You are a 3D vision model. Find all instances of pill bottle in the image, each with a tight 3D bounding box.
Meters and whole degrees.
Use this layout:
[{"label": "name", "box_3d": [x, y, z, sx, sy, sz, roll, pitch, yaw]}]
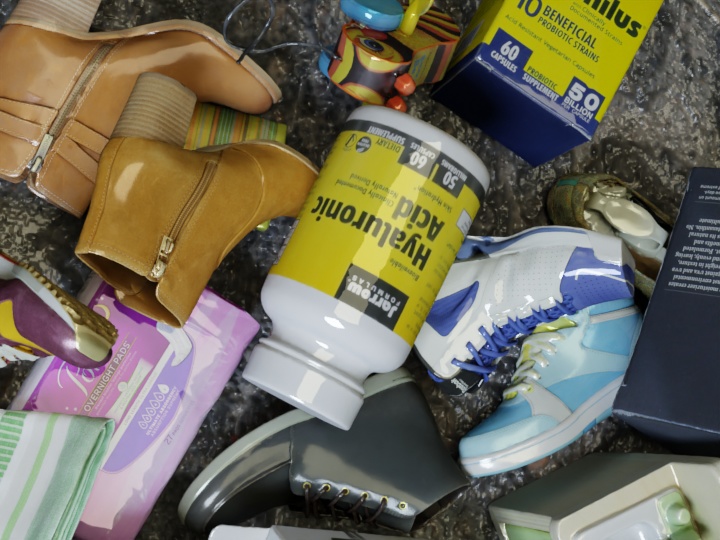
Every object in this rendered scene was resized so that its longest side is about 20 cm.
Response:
[{"label": "pill bottle", "box_3d": [0.000, 0.000, 0.831, 0.111, 0.111, 0.201, 28, 81, -10]}]

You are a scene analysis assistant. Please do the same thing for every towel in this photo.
[{"label": "towel", "box_3d": [-0.253, 0.153, 0.758, 0.023, 0.199, 0.154, 46, 54, -45]}, {"label": "towel", "box_3d": [-0.155, -0.092, 0.904, 0.198, 0.018, 0.087, 14, 74, -12]}]

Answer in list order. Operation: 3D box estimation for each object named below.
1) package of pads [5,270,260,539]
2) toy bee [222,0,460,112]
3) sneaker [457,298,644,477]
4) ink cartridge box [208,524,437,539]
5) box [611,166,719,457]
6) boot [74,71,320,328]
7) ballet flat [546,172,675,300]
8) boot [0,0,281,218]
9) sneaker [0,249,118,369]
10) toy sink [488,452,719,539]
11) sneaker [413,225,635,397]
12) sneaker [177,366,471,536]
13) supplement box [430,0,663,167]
[{"label": "package of pads", "box_3d": [-0.170, 0.090, 0.845, 0.120, 0.076, 0.201, 33, 76, -11]}, {"label": "toy bee", "box_3d": [0.012, -0.145, 0.880, 0.199, 0.132, 0.109, -30, 57, -29]}, {"label": "sneaker", "box_3d": [0.135, 0.064, 0.932, 0.199, 0.079, 0.131, -27, 93, -26]}, {"label": "ink cartridge box", "box_3d": [-0.018, 0.241, 0.821, 0.199, 0.067, 0.117, 13, 104, -34]}, {"label": "box", "box_3d": [0.313, 0.058, 0.918, 0.199, 0.123, 0.200, 31, 75, -41]}, {"label": "boot", "box_3d": [-0.100, -0.027, 0.830, 0.201, 0.070, 0.145, 31, 65, -41]}, {"label": "ballet flat", "box_3d": [0.239, -0.015, 0.975, 0.199, 0.071, 0.071, 32, 76, -10]}, {"label": "boot", "box_3d": [-0.167, -0.108, 0.865, 0.199, 0.074, 0.156, 22, 82, -12]}, {"label": "sneaker", "box_3d": [-0.234, 0.039, 0.790, 0.090, 0.199, 0.075, -57, 135, -10]}, {"label": "toy sink", "box_3d": [0.186, 0.211, 0.863, 0.111, 0.200, 0.131, -22, 90, -17]}, {"label": "sneaker", "box_3d": [0.099, 0.034, 0.883, 0.198, 0.080, 0.116, -1, 74, 27]}, {"label": "sneaker", "box_3d": [-0.023, 0.154, 0.861, 0.199, 0.075, 0.107, -27, 66, -18]}, {"label": "supplement box", "box_3d": [0.158, -0.201, 0.952, 0.108, 0.109, 0.201, 31, 76, -9]}]
